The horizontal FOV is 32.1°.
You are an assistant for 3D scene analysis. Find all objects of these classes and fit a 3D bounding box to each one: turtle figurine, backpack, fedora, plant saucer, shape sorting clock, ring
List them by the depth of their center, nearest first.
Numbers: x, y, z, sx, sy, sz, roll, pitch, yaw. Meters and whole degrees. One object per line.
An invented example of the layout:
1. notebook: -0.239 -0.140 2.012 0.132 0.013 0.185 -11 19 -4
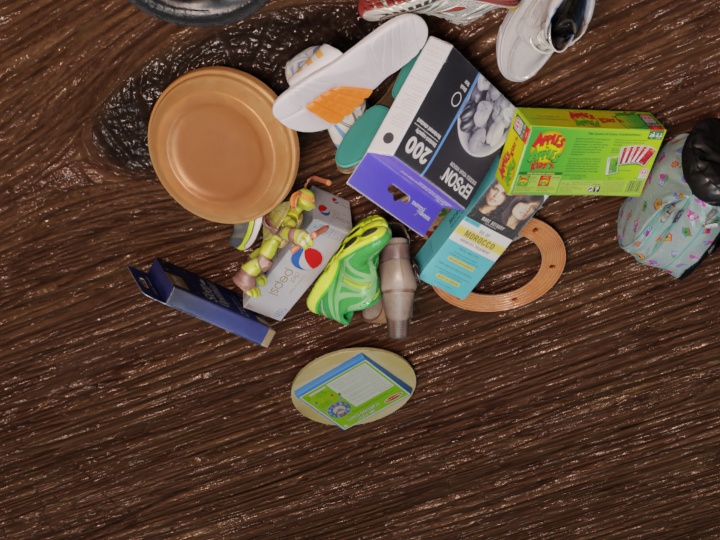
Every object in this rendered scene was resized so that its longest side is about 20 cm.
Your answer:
1. fedora: -0.177 -0.358 1.346 0.198 0.092 0.202 -2 136 -2
2. plant saucer: -0.174 -0.149 1.542 0.198 0.037 0.202 6 113 13
3. turtle figurine: -0.102 -0.045 1.591 0.064 0.200 0.162 30 108 -19
4. backpack: 0.429 -0.089 1.651 0.126 0.168 0.201 26 135 -3
5. ring: 0.194 -0.013 1.786 0.198 0.019 0.201 -3 136 -2
6. shape sorting clock: -0.011 0.182 1.966 0.198 0.039 0.201 -3 136 -3

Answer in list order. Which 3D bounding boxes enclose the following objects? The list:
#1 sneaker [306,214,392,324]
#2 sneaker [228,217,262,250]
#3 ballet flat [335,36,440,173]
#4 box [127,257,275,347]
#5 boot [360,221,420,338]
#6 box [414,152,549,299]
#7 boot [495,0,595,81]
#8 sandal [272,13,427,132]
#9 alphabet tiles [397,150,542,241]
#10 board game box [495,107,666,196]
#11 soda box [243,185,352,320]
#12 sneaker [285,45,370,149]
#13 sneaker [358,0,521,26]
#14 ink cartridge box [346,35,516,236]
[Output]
1. sneaker: 0.000 0.000 1.645 0.083 0.074 0.200 32 138 -3
2. sneaker: -0.153 -0.108 1.640 0.080 0.074 0.201 21 135 2
3. ballet flat: 0.049 -0.190 1.521 0.201 0.068 0.072 -56 143 -1
4. box: -0.222 0.039 1.742 0.199 0.121 0.033 24 99 -28
5. boot: 0.041 0.006 1.745 0.070 0.200 0.148 -4 102 -13
6. box: 0.162 -0.058 1.686 0.082 0.049 0.200 24 121 -21
7. boot: 0.214 -0.281 1.457 0.073 0.096 0.201 7 135 -12
8. sandal: -0.013 -0.237 1.449 0.206 0.060 0.079 -33 137 15
9. alphabet tiles: 0.149 -0.090 1.717 0.165 0.006 0.200 -26 133 22
10. board game box: 0.280 -0.150 1.594 0.198 0.048 0.102 -1 127 -22
11. soda box: -0.089 -0.021 1.725 0.063 0.069 0.200 21 130 -26
12. sneaker: -0.013 -0.198 1.542 0.072 0.072 0.200 -16 137 31
13. sneaker: 0.096 -0.311 1.430 0.198 0.078 0.083 -9 138 5
14. ink cartridge box: 0.093 -0.150 1.509 0.198 0.043 0.201 29 92 -54
